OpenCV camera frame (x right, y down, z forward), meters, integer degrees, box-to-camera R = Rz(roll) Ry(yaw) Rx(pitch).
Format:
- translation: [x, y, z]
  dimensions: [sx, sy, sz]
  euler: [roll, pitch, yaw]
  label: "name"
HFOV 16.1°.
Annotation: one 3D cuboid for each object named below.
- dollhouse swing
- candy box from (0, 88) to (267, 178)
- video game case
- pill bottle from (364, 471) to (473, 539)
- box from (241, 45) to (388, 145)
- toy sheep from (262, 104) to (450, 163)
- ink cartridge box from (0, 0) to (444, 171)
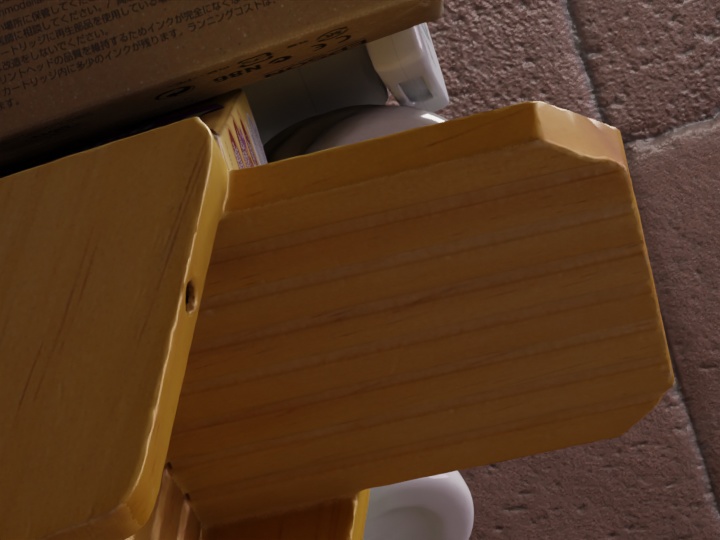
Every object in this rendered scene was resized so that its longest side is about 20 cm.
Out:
- translation: [-0.007, 0.069, 0.749]
  dimensions: [0.200, 0.175, 0.182]
  euler: [70, 25, -54]
  label: "dollhouse swing"
- translation: [-0.090, -0.015, 0.886]
  dimensions: [0.200, 0.116, 0.057]
  euler: [-100, 171, -80]
  label: "candy box"
- translation: [-0.006, -0.166, 1.005]
  dimensions: [0.182, 0.024, 0.201]
  euler: [19, 54, -84]
  label: "video game case"
- translation: [-0.027, 0.090, 1.421]
  dimensions: [0.200, 0.112, 0.113]
  euler: [56, -9, 42]
  label: "pill bottle"
- translation: [-0.107, -0.169, 1.057]
  dimensions: [0.199, 0.171, 0.200]
  euler: [67, 4, -54]
  label: "box"
- translation: [0.000, 0.000, 1.046]
  dimensions: [0.200, 0.137, 0.138]
  euler: [-26, -98, 61]
  label: "toy sheep"
- translation: [-0.088, -0.136, 0.880]
  dimensions: [0.075, 0.199, 0.165]
  euler: [40, 32, -85]
  label: "ink cartridge box"
